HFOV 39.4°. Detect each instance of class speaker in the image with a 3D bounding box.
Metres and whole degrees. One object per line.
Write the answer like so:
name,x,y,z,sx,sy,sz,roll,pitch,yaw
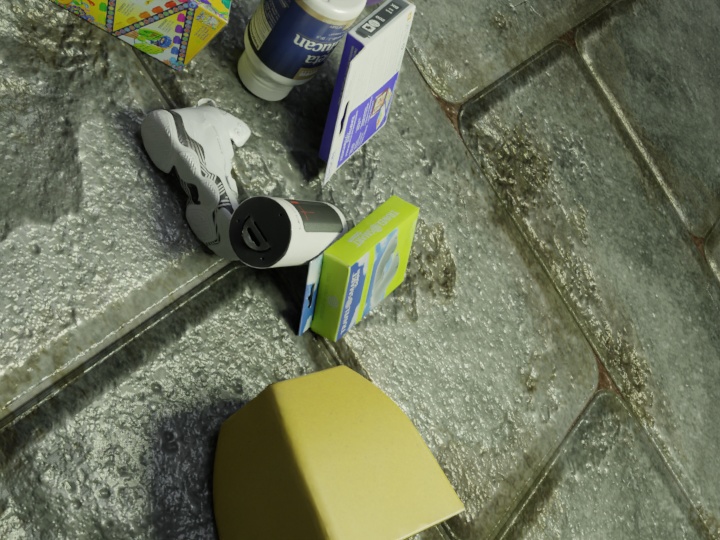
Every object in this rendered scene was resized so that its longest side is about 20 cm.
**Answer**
speaker,-0.082,-0.045,1.194,0.082,0.080,0.200,66,17,6

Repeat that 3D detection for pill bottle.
pill bottle,-0.083,-0.310,1.292,0.109,0.200,0.113,16,55,-24

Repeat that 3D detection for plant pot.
plant pot,-0.047,0.220,1.075,0.192,0.195,0.203,-10,69,-45

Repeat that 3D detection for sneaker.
sneaker,-0.169,-0.117,1.209,0.114,0.075,0.202,-34,91,-44

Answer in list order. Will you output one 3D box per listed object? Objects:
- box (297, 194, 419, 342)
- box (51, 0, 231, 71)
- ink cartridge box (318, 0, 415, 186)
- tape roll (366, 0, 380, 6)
box,0.000,0.000,1.277,0.047,0.123,0.200,26,39,20
box,-0.259,-0.395,1.235,0.191,0.121,0.203,26,54,-31
ink cartridge box,-0.003,-0.243,1.352,0.043,0.200,0.200,26,42,12
tape roll,0.007,-0.513,1.526,0.197,0.085,0.204,2,85,-31
